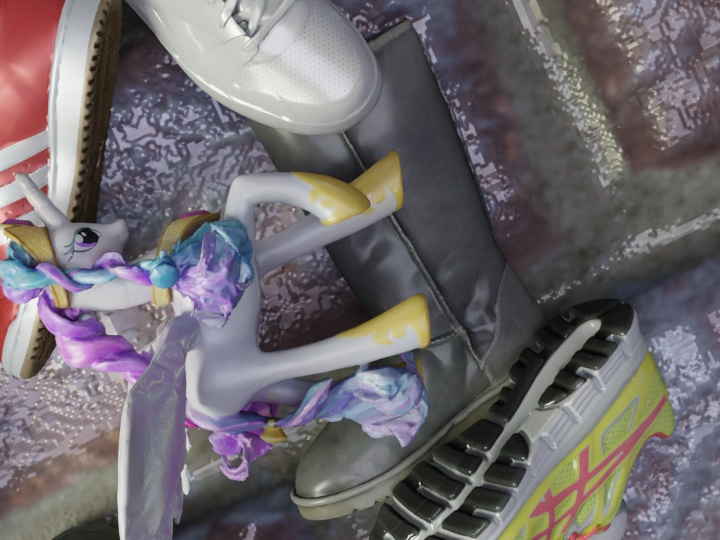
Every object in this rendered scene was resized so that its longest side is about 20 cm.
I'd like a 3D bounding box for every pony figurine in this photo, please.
[{"bbox_3d":[-0.068,0.041,0.924,0.198,0.167,0.195,-7,95,-6],"label":"pony figurine"}]

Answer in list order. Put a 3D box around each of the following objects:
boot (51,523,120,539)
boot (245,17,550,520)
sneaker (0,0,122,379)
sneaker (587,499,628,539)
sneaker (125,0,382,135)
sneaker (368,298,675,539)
[{"bbox_3d":[-0.077,0.223,1.009,0.069,0.199,0.175,-50,135,-20],"label":"boot"},{"bbox_3d":[-0.002,0.000,0.999,0.181,0.072,0.201,-36,109,-15],"label":"boot"},{"bbox_3d":[-0.186,-0.050,0.967,0.111,0.071,0.202,13,108,3],"label":"sneaker"},{"bbox_3d":[0.059,0.181,1.045,0.199,0.071,0.081,-33,118,1],"label":"sneaker"},{"bbox_3d":[-0.076,-0.141,0.917,0.199,0.116,0.074,37,83,6],"label":"sneaker"},{"bbox_3d":[0.087,0.113,0.974,0.200,0.078,0.090,-45,119,-12],"label":"sneaker"}]
